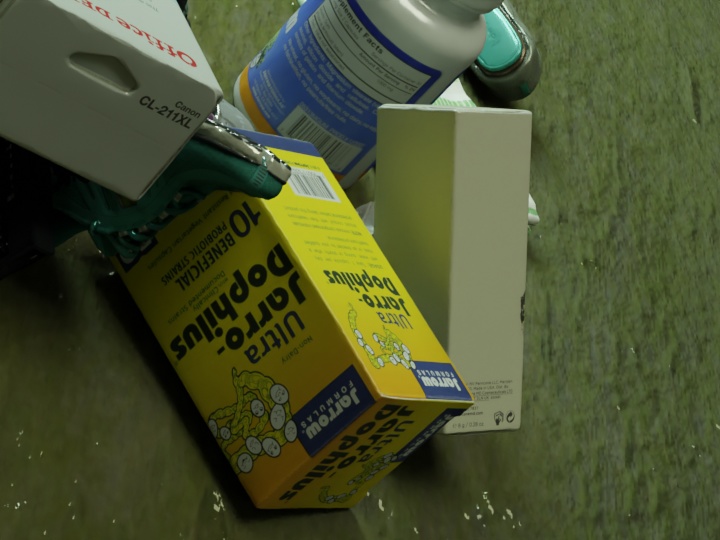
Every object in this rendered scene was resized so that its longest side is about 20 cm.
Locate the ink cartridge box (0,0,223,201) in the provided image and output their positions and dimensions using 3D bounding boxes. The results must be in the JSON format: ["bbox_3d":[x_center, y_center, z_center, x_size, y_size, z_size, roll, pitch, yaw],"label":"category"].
[{"bbox_3d":[-0.177,-0.147,1.393,0.146,0.083,0.200,27,23,-37],"label":"ink cartridge box"}]

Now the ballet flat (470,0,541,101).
[{"bbox_3d":[0.084,-0.216,2.064,0.200,0.067,0.064,63,7,28],"label":"ballet flat"}]

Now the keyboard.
[{"bbox_3d":[-0.207,-0.076,1.450,0.040,0.104,0.200,49,20,-41],"label":"keyboard"}]

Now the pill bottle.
[{"bbox_3d":[0.014,-0.156,1.737,0.112,0.200,0.112,32,31,-22],"label":"pill bottle"}]

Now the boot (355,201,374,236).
[{"bbox_3d":[0.000,0.000,1.673,0.200,0.074,0.096,-3,25,-40],"label":"boot"}]

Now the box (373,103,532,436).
[{"bbox_3d":[0.055,-0.002,1.595,0.068,0.082,0.201,0,96,-39],"label":"box"}]

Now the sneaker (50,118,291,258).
[{"bbox_3d":[-0.119,-0.043,1.448,0.077,0.200,0.080,32,65,-43],"label":"sneaker"}]

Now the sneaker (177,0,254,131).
[{"bbox_3d":[-0.119,-0.142,1.610,0.200,0.140,0.078,22,36,-34],"label":"sneaker"}]

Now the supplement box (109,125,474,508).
[{"bbox_3d":[-0.044,0.028,1.509,0.109,0.109,0.200,7,46,-58],"label":"supplement box"}]

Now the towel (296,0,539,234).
[{"bbox_3d":[0.044,-0.118,1.910,0.152,0.023,0.200,11,43,-44],"label":"towel"}]
